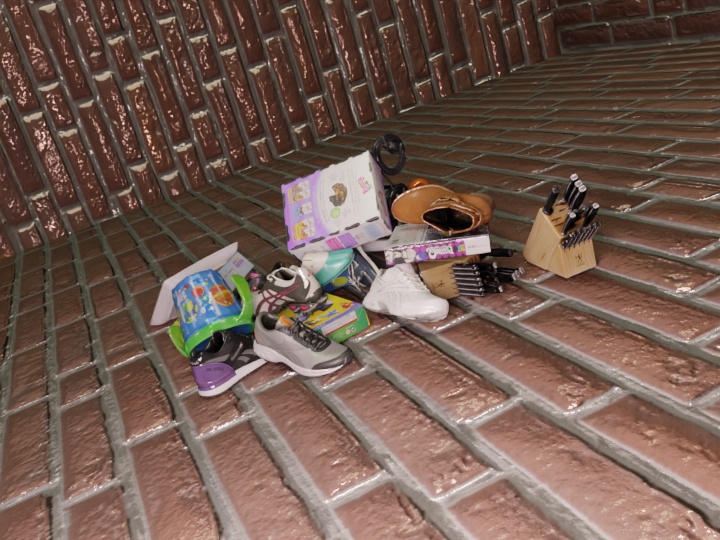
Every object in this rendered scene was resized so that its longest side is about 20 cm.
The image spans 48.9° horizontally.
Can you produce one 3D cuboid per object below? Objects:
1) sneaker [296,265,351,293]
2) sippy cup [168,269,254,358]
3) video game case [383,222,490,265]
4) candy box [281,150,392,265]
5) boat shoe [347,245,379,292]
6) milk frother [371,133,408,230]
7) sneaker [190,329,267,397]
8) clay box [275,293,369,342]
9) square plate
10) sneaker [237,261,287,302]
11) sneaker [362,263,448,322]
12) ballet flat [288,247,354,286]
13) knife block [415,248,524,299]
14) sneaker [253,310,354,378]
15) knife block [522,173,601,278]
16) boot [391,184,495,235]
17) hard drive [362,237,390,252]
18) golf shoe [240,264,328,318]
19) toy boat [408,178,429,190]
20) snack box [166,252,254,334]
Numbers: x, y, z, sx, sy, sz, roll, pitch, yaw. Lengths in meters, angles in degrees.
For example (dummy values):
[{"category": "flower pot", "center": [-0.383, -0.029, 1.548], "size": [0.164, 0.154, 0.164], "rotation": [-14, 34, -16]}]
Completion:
[{"category": "sneaker", "center": [-0.074, 0.009, 1.654], "size": [0.199, 0.071, 0.083], "rotation": [-15, 12, -11]}, {"category": "sippy cup", "center": [-0.281, 0.075, 1.459], "size": [0.177, 0.131, 0.140], "rotation": [-27, -16, -6]}, {"category": "video game case", "center": [0.142, -0.058, 1.425], "size": [0.181, 0.036, 0.200], "rotation": [-8, 13, 10]}, {"category": "candy box", "center": [-0.049, -0.123, 1.572], "size": [0.199, 0.072, 0.168], "rotation": [-19, 56, 16]}, {"category": "boat shoe", "center": [0.000, 0.000, 1.552], "size": [0.062, 0.075, 0.200], "rotation": [-33, 49, -5]}, {"category": "milk frother", "center": [0.005, -0.182, 1.725], "size": [0.187, 0.181, 0.201], "rotation": [2, 65, 27]}, {"category": "sneaker", "center": [-0.212, 0.133, 1.378], "size": [0.076, 0.088, 0.200], "rotation": [-3, 23, 37]}, {"category": "clay box", "center": [-0.084, 0.089, 1.454], "size": [0.115, 0.048, 0.200], "rotation": [-27, 21, -26]}, {"category": "square plate", "center": [-0.362, 0.037, 1.744], "size": [0.200, 0.028, 0.198], "rotation": [-33, -13, -36]}, {"category": "sneaker", "center": [-0.224, 0.045, 1.647], "size": [0.077, 0.084, 0.200], "rotation": [0, 27, 45]}, {"category": "sneaker", "center": [0.078, 0.033, 1.360], "size": [0.078, 0.100, 0.200], "rotation": [14, -3, -38]}, {"category": "ballet flat", "center": [-0.100, 0.008, 1.546], "size": [0.200, 0.070, 0.067], "rotation": [-39, 26, 29]}, {"category": "knife block", "center": [0.193, -0.007, 1.433], "size": [0.175, 0.064, 0.200], "rotation": [-16, 18, 1]}, {"category": "sneaker", "center": [-0.101, 0.120, 1.309], "size": [0.200, 0.080, 0.074], "rotation": [12, 31, 31]}, {"category": "knife block", "center": [0.341, -0.085, 1.369], "size": [0.064, 0.176, 0.200], "rotation": [-20, 18, -12]}, {"category": "boot", "center": [0.129, -0.098, 1.381], "size": [0.199, 0.077, 0.155], "rotation": [7, 18, 21]}, {"category": "hard drive", "center": [-0.005, -0.057, 1.726], "size": [0.199, 0.027, 0.132], "rotation": [-5, 7, -23]}, {"category": "golf shoe", "center": [-0.150, 0.036, 1.461], "size": [0.199, 0.088, 0.077], "rotation": [-8, 24, 36]}, {"category": "toy boat", "center": [0.146, -0.145, 1.788], "size": [0.130, 0.131, 0.200], "rotation": [-25, 20, -22]}, {"category": "snack box", "center": [-0.309, 0.056, 1.644], "size": [0.142, 0.053, 0.200], "rotation": [-47, 7, 25]}]
